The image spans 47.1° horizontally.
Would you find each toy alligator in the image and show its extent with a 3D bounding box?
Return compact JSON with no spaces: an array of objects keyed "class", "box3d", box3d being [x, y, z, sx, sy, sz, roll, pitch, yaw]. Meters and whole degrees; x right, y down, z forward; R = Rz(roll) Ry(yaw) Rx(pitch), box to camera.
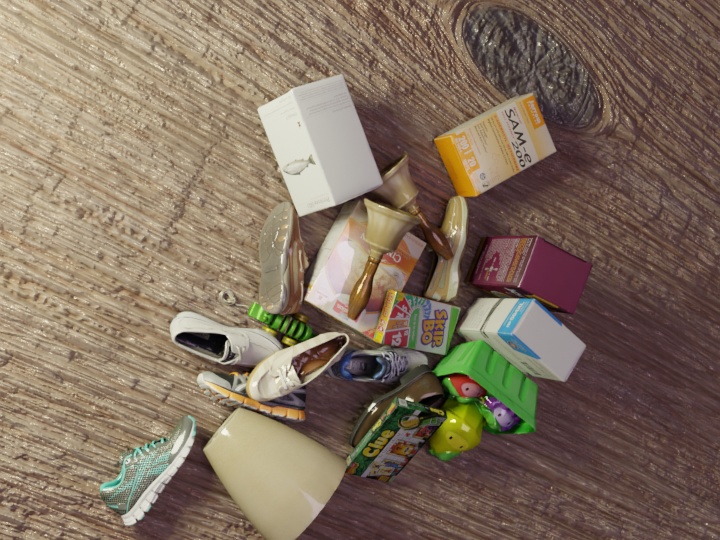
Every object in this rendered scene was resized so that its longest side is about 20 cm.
[{"class":"toy alligator","box3d":[-0.150,0.084,1.427,0.200,0.054,0.059,28,81,-20]}]

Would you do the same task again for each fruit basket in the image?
[{"class":"fruit basket","box3d":[0.209,0.260,1.534,0.215,0.155,0.216,8,73,-29]}]

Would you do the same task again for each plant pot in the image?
[{"class":"plant pot","box3d":[-0.157,0.328,1.380,0.200,0.187,0.187,42,77,-4]}]

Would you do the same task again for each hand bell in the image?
[{"class":"hand bell","box3d":[0.104,-0.100,1.484,0.104,0.104,0.200,-41,100,-15]},{"class":"hand bell","box3d":[0.022,-0.011,1.400,0.104,0.104,0.201,17,97,-21]}]

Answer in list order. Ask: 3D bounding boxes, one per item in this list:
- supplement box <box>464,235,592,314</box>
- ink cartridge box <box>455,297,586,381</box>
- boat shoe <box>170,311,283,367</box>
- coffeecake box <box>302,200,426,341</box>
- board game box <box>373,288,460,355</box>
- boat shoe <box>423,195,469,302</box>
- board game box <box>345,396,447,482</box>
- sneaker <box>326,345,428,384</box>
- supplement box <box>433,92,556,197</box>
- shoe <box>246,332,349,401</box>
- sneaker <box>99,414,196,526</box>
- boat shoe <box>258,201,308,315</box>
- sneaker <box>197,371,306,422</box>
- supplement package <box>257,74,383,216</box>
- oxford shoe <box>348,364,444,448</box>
[{"class":"supplement box","box3d":[0.306,0.006,1.525,0.131,0.200,0.103,26,82,-19]},{"class":"ink cartridge box","box3d":[0.290,0.123,1.523,0.146,0.200,0.084,40,76,-18]},{"class":"boat shoe","box3d":[-0.222,0.127,1.384,0.200,0.066,0.072,24,109,-20]},{"class":"coffeecake box","box3d":[0.000,0.000,1.474,0.153,0.073,0.200,31,81,-20]},{"class":"board game box","box3d":[0.111,0.098,1.504,0.200,0.030,0.096,14,94,-46]},{"class":"boat shoe","box3d":[0.155,-0.043,1.539,0.076,0.072,0.201,7,88,-6]},{"class":"board game box","box3d":[0.058,0.304,1.465,0.105,0.024,0.200,19,125,-22]},{"class":"sneaker","box3d":[0.039,0.175,1.488,0.199,0.085,0.077,-1,92,-22]},{"class":"supplement box","box3d":[0.257,-0.237,1.565,0.200,0.073,0.126,-30,103,-18]},{"class":"shoe","box3d":[-0.103,0.157,1.391,0.200,0.053,0.070,-29,96,-27]},{"class":"sneaker","box3d":[-0.348,0.314,1.350,0.091,0.078,0.200,38,77,-14]},{"class":"boat shoe","box3d":[-0.129,-0.019,1.426,0.072,0.076,0.201,19,71,-46]},{"class":"sneaker","box3d":[-0.183,0.202,1.415,0.199,0.078,0.077,21,71,-24]},{"class":"supplement package","box3d":[-0.068,-0.210,1.402,0.117,0.117,0.201,-27,99,-37]},{"class":"oxford shoe","box3d":[0.065,0.261,1.484,0.200,0.084,0.073,-41,149,2]}]
